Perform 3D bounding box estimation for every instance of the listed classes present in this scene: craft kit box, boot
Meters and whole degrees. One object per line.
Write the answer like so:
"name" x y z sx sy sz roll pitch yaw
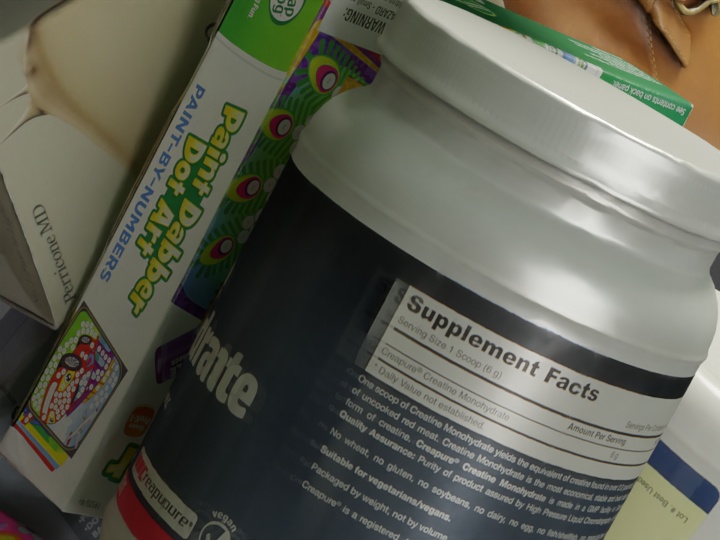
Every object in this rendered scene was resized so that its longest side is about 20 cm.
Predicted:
"craft kit box" 0.000 0.000 0.998 0.199 0.048 0.198 15 109 -49
"boot" 0.129 -0.097 1.122 0.199 0.073 0.156 -7 104 -37

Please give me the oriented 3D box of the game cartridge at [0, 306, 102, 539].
"game cartridge" -0.061 0.040 1.048 0.200 0.040 0.134 -43 128 -18

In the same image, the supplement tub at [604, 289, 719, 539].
"supplement tub" 0.088 0.117 1.011 0.144 0.145 0.201 22 112 -38

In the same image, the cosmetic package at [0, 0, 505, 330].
"cosmetic package" -0.053 -0.078 0.993 0.199 0.073 0.104 -34 122 -24

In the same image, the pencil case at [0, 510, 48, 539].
"pencil case" -0.156 0.100 0.941 0.199 0.087 0.088 28 87 -30

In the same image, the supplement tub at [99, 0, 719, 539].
"supplement tub" 0.021 0.033 0.900 0.140 0.140 0.201 20 103 -38
